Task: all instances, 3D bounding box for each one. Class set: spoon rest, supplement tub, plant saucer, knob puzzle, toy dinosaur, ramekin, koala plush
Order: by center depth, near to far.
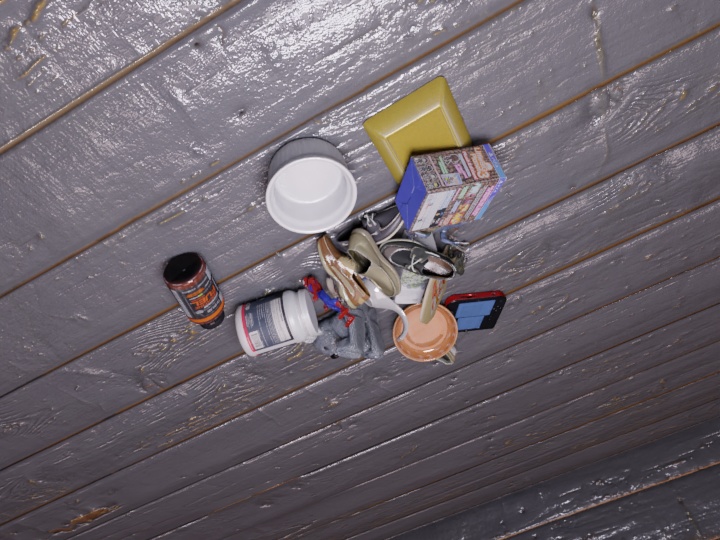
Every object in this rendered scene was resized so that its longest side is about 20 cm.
[{"bbox_3d":[-0.111,-0.188,1.205,0.196,0.099,0.203,-8,136,-7],"label":"ramekin"},{"bbox_3d":[0.134,-0.286,1.206,0.197,0.049,0.200,-27,136,13],"label":"plant saucer"},{"bbox_3d":[-0.404,0.060,1.376,0.105,0.108,0.202,-14,138,0],"label":"supplement tub"},{"bbox_3d":[0.192,-0.132,1.383,0.180,0.198,0.107,-14,124,-47],"label":"toy dinosaur"},{"bbox_3d":[0.252,-0.036,1.465,0.199,0.047,0.090,12,93,-59],"label":"toy dinosaur"},{"bbox_3d":[-0.223,0.137,1.477,0.196,0.142,0.142,-17,137,3],"label":"supplement tub"},{"bbox_3d":[0.191,0.056,1.494,0.030,0.221,0.222,18,140,19],"label":"knob puzzle"},{"bbox_3d":[0.064,0.096,1.504,0.060,0.201,0.099,-38,178,-20],"label":"spoon rest"},{"bbox_3d":[-0.058,0.175,1.567,0.197,0.188,0.176,-19,161,30],"label":"koala plush"},{"bbox_3d":[0.194,0.180,1.665,0.195,0.038,0.204,0,114,0],"label":"plant saucer"}]

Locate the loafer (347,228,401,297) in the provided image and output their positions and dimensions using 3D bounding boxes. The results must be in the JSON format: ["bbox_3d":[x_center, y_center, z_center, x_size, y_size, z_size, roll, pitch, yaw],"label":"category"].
[{"bbox_3d":[0.026,-0.006,1.332,0.075,0.069,0.201,-8,124,51],"label":"loafer"}]

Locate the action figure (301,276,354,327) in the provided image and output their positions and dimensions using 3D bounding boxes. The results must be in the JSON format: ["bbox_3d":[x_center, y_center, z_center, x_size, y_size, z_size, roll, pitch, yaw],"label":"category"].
[{"bbox_3d":[-0.094,0.071,1.414,0.052,0.200,0.065,-46,138,-2],"label":"action figure"}]

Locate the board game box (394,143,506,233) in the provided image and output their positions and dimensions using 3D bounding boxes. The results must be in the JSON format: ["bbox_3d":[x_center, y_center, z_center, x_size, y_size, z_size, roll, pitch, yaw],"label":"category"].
[{"bbox_3d":[0.197,-0.183,1.239,0.196,0.098,0.160,-12,154,-19],"label":"board game box"}]

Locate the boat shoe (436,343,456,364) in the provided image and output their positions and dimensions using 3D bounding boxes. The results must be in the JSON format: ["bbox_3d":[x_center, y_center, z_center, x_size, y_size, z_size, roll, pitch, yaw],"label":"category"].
[{"bbox_3d":[0.233,0.243,1.751,0.197,0.070,0.074,21,145,-30],"label":"boat shoe"}]

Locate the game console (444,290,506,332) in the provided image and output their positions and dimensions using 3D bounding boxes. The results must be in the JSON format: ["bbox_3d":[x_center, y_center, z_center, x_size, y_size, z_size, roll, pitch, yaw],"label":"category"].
[{"bbox_3d":[0.343,0.135,1.708,0.195,0.031,0.179,-4,135,-10],"label":"game console"}]

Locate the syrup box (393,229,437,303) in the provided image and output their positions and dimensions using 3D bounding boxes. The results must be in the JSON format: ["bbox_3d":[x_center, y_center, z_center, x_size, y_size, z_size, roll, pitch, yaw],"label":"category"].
[{"bbox_3d":[0.138,-0.006,1.470,0.077,0.082,0.202,1,135,-11],"label":"syrup box"}]

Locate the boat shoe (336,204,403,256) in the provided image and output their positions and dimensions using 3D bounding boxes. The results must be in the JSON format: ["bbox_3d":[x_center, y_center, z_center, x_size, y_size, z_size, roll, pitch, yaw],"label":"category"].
[{"bbox_3d":[0.025,-0.104,1.347,0.198,0.074,0.062,-32,134,26],"label":"boat shoe"}]

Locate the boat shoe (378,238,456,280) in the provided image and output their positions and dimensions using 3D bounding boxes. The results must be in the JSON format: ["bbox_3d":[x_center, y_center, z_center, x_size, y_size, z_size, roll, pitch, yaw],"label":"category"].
[{"bbox_3d":[0.140,-0.025,1.344,0.196,0.068,0.073,17,111,-5],"label":"boat shoe"}]

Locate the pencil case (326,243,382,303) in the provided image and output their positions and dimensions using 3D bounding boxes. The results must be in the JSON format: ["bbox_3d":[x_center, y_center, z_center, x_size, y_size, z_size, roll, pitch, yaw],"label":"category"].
[{"bbox_3d":[0.000,0.000,1.437,0.199,0.078,0.090,-38,92,22],"label":"pencil case"}]

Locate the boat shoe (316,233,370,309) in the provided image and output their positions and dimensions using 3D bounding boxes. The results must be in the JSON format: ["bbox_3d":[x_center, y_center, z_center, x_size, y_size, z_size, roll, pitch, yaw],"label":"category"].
[{"bbox_3d":[-0.039,-0.003,1.371,0.073,0.076,0.203,-24,105,17],"label":"boat shoe"}]
